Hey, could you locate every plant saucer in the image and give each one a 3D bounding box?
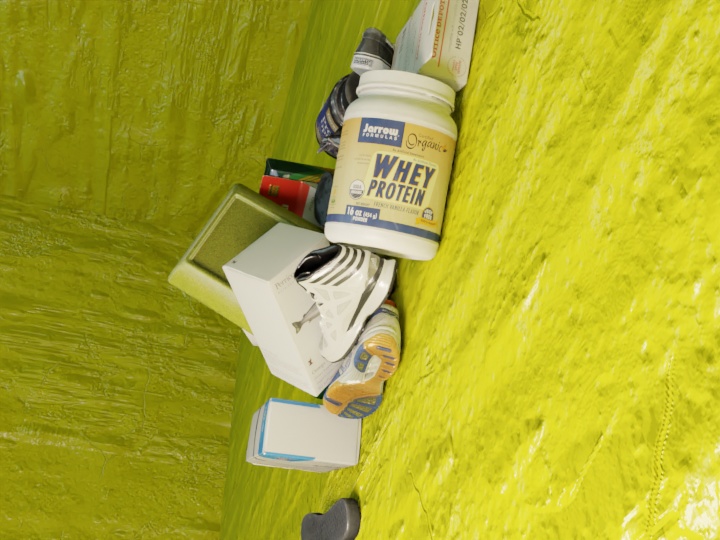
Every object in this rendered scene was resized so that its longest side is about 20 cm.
[{"bbox_3d":[-0.173,-0.028,1.204,0.202,0.197,0.048,-57,-16,-18],"label":"plant saucer"}]

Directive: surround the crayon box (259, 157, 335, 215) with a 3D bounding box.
[{"bbox_3d":[-0.076,-0.111,1.344,0.052,0.195,0.128,-116,38,-54],"label":"crayon box"}]

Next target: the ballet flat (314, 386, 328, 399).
[{"bbox_3d":[-0.045,0.156,1.276,0.200,0.071,0.075,123,155,-65],"label":"ballet flat"}]

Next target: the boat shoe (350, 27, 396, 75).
[{"bbox_3d":[0.036,-0.306,1.156,0.199,0.072,0.070,8,-83,-69],"label":"boat shoe"}]

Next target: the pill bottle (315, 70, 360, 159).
[{"bbox_3d":[-0.009,-0.273,1.358,0.200,0.109,0.115,146,134,-73],"label":"pill bottle"}]

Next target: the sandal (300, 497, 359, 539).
[{"bbox_3d":[-0.041,0.389,1.150,0.200,0.042,0.078,135,137,-53],"label":"sandal"}]

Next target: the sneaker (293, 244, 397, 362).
[{"bbox_3d":[-0.040,0.034,1.008,0.077,0.113,0.202,-76,13,-45],"label":"sneaker"}]

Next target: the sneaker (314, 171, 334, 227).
[{"bbox_3d":[-0.009,-0.083,1.199,0.075,0.087,0.201,-63,36,22],"label":"sneaker"}]

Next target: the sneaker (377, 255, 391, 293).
[{"bbox_3d":[0.000,0.000,1.175,0.200,0.078,0.089,142,139,-70],"label":"sneaker"}]

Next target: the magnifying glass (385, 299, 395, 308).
[{"bbox_3d":[-0.002,0.061,1.173,0.199,0.078,0.023,-13,61,65],"label":"magnifying glass"}]

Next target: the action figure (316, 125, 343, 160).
[{"bbox_3d":[0.013,-0.184,1.149,0.117,0.104,0.200,-25,10,23],"label":"action figure"}]

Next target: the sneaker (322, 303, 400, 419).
[{"bbox_3d":[0.009,0.128,1.078,0.089,0.074,0.201,-78,16,-44],"label":"sneaker"}]

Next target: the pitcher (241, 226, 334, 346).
[{"bbox_3d":[-0.105,0.049,1.282,0.121,0.198,0.173,45,166,49],"label":"pitcher"}]

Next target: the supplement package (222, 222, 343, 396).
[{"bbox_3d":[-0.090,0.054,1.116,0.116,0.116,0.203,17,137,46],"label":"supplement package"}]

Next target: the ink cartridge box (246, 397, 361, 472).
[{"bbox_3d":[-0.093,0.261,1.219,0.200,0.143,0.088,135,142,-68],"label":"ink cartridge box"}]

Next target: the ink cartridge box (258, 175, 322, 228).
[{"bbox_3d":[-0.082,-0.064,1.309,0.050,0.195,0.165,-117,39,-55],"label":"ink cartridge box"}]

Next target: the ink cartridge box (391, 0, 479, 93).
[{"bbox_3d":[0.094,-0.279,0.999,0.200,0.066,0.118,151,129,-75],"label":"ink cartridge box"}]

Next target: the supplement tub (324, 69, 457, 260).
[{"bbox_3d":[0.040,-0.124,0.947,0.144,0.141,0.206,-176,96,-77],"label":"supplement tub"}]
